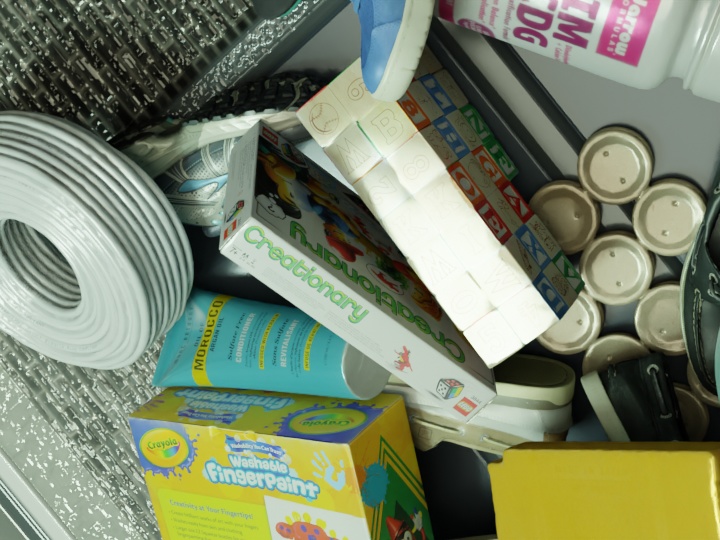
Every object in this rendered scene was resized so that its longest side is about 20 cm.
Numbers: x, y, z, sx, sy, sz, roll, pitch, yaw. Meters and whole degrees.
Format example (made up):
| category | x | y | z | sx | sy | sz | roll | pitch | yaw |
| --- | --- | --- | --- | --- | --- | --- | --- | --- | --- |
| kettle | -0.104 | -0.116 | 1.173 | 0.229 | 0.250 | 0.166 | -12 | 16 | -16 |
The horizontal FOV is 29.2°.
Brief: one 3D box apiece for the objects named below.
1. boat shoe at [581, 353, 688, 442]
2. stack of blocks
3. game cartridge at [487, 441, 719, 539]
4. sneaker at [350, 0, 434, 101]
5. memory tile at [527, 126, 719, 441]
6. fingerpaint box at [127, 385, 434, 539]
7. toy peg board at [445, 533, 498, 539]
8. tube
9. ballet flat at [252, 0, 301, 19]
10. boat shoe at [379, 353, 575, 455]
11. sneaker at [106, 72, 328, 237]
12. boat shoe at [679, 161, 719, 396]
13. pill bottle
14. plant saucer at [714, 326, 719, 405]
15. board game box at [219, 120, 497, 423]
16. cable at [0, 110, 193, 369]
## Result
| category | x | y | z | sx | sy | sz | roll | pitch | yaw |
| --- | --- | --- | --- | --- | --- | --- | --- | --- | --- |
| boat shoe | 0.211 | 0.137 | 0.869 | 0.066 | 0.075 | 0.200 | -29 | 53 | 7 |
| stack of blocks | 0.059 | -0.048 | 0.887 | 0.058 | 0.115 | 0.201 | -37 | 90 | 26 |
| game cartridge | 0.160 | 0.202 | 0.827 | 0.176 | 0.032 | 0.202 | -7 | 92 | 48 |
| sneaker | -0.015 | -0.200 | 0.804 | 0.110 | 0.077 | 0.202 | 6 | 80 | -14 |
| memory tile | 0.190 | 0.015 | 0.925 | 0.200 | 0.017 | 0.153 | 43 | 112 | 2 |
| fingerpaint box | -0.051 | 0.167 | 0.969 | 0.199 | 0.073 | 0.168 | 1 | 113 | 37 |
| toy peg board | 0.143 | 0.270 | 0.953 | 0.199 | 0.097 | 0.201 | -19 | 85 | 47 |
| tube | -0.067 | 0.052 | 0.952 | 0.199 | 0.050 | 0.078 | 3 | 66 | 42 |
| ballet flat | -0.037 | -0.258 | 0.883 | 0.073 | 0.073 | 0.201 | 33 | 110 | 5 |
| boat shoe | 0.047 | 0.090 | 0.956 | 0.198 | 0.075 | 0.069 | 9 | 112 | 20 |
| sneaker | -0.094 | -0.075 | 0.962 | 0.199 | 0.078 | 0.087 | -14 | 113 | 27 |
| boat shoe | 0.243 | -0.007 | 0.859 | 0.074 | 0.066 | 0.201 | 15 | 109 | 10 |
| pill bottle | 0.148 | -0.177 | 0.830 | 0.199 | 0.113 | 0.114 | 21 | 110 | 10 |
| plant saucer | 0.272 | 0.020 | 0.828 | 0.036 | 0.199 | 0.201 | 34 | 116 | 40 |
| board game box | 0.000 | 0.000 | 0.880 | 0.199 | 0.127 | 0.035 | 36 | 115 | -22 |
| cable | -0.213 | -0.020 | 0.966 | 0.200 | 0.069 | 0.200 | 40 | 142 | -2 |
